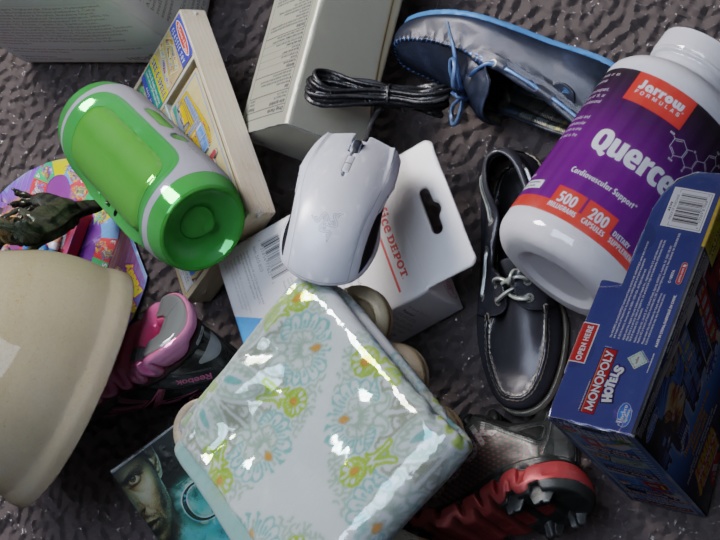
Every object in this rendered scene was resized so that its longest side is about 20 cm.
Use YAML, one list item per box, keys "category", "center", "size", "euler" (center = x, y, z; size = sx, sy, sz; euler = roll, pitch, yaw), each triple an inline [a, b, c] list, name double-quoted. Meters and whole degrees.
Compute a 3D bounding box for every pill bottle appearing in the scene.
- category: "pill bottle"
  center: [0.193, -0.071, 1.382]
  size: [0.112, 0.113, 0.201]
  euler: [27, 74, 32]

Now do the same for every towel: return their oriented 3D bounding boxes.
- category: "towel"
  center: [-0.033, 0.118, 1.352]
  size: [0.171, 0.048, 0.200]
  euler: [-50, 50, 12]

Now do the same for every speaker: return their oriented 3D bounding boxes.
- category: "speaker"
  center: [-0.167, -0.076, 1.542]
  size: [0.089, 0.088, 0.200]
  euler: [-52, 42, 4]

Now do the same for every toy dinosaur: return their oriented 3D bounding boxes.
- category: "toy dinosaur"
  center: [-0.260, -0.044, 1.604]
  size: [0.088, 0.200, 0.048]
  euler: [-9, 104, 27]

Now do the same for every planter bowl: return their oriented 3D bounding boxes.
- category: "planter bowl"
  center: [-0.281, 0.065, 1.519]
  size: [0.201, 0.134, 0.201]
  euler: [-52, 22, 31]

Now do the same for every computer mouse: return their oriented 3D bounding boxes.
- category: "computer mouse"
  center: [-0.004, -0.074, 1.416]
  size: [0.109, 0.044, 0.201]
  euler: [13, 51, 4]

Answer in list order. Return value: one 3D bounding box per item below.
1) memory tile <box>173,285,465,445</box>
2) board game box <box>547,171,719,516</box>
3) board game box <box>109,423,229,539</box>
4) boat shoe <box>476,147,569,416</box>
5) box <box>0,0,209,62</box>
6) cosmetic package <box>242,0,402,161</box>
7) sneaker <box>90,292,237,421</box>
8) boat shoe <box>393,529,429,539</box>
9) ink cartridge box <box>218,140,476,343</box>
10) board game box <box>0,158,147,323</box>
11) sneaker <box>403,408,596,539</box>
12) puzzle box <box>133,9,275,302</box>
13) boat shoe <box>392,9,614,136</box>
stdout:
- category: "memory tile"
  center: [-0.033, 0.118, 1.418]
  size: [0.200, 0.017, 0.154]
  euler: [-36, 73, 18]
- category: "board game box"
  center: [0.206, 0.069, 1.315]
  size: [0.061, 0.200, 0.201]
  euler: [12, 61, 26]
- category: "board game box"
  center: [-0.075, 0.150, 1.478]
  size: [0.200, 0.028, 0.136]
  euler: [-37, 90, 18]
- category: "boat shoe"
  center: [0.110, 0.005, 1.444]
  size: [0.072, 0.063, 0.202]
  euler: [-7, 71, 26]
- category: "box"
  center: [-0.242, -0.297, 1.667]
  size: [0.199, 0.171, 0.201]
  euler: [2, 75, 29]
- category: "cosmetic package"
  center: [-0.024, -0.193, 1.552]
  size: [0.103, 0.073, 0.202]
  euler: [-4, 70, 64]
- category: "sneaker"
  center: [-0.168, 0.088, 1.562]
  size: [0.199, 0.095, 0.079]
  euler: [-23, 45, 47]
- category: "boat shoe"
  center: [-0.007, 0.247, 1.403]
  size: [0.200, 0.066, 0.074]
  euler: [129, 145, -47]
- category: "ink cartridge box"
  center: [0.000, 0.000, 1.502]
  size: [0.199, 0.068, 0.116]
  euler: [-28, 65, 19]
- category: "board game box"
  center: [-0.270, -0.007, 1.667]
  size: [0.157, 0.039, 0.201]
  euler: [-32, 62, 16]
- category: "sneaker"
  center: [0.079, 0.156, 1.412]
  size: [0.200, 0.071, 0.098]
  euler: [-24, 47, 31]
- category: "puzzle box"
  center: [-0.134, -0.093, 1.590]
  size: [0.133, 0.025, 0.201]
  euler: [-51, 51, 45]
- category: "boat shoe"
  center: [0.103, -0.146, 1.481]
  size: [0.199, 0.084, 0.069]
  euler: [16, 65, 33]
